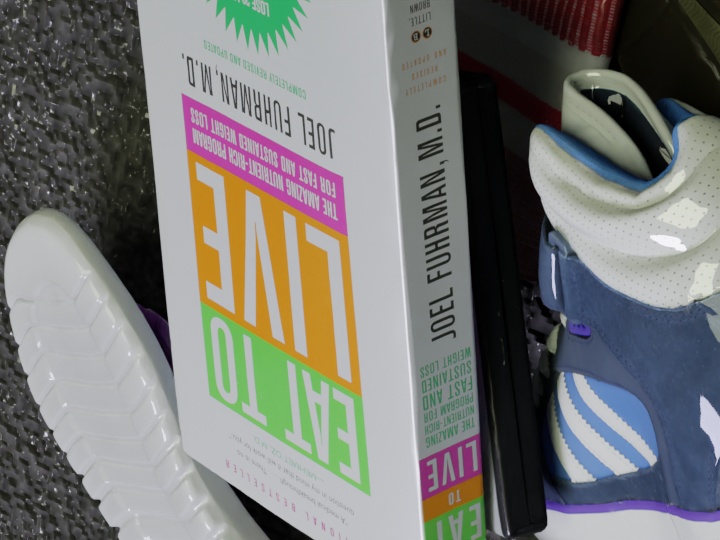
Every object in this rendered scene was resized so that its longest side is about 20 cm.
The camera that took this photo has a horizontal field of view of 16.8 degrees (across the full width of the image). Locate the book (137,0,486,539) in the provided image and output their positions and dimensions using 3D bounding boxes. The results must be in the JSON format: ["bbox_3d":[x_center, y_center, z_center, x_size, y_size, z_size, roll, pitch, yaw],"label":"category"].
[{"bbox_3d":[-0.012,-0.012,0.751,0.133,0.048,0.201,30,134,49],"label":"book"}]

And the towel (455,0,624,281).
[{"bbox_3d":[0.037,-0.115,0.805,0.144,0.023,0.201,34,120,44],"label":"towel"}]

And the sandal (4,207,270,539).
[{"bbox_3d":[-0.072,0.065,0.931,0.082,0.050,0.203,-20,100,50],"label":"sandal"}]

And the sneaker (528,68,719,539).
[{"bbox_3d":[0.087,0.009,0.745,0.200,0.080,0.147,179,74,-73],"label":"sneaker"}]

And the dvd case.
[{"bbox_3d":[0.000,0.000,0.819,0.200,0.017,0.144,16,116,64],"label":"dvd case"}]

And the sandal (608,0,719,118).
[{"bbox_3d":[0.109,-0.084,0.777,0.200,0.054,0.082,53,131,33],"label":"sandal"}]
